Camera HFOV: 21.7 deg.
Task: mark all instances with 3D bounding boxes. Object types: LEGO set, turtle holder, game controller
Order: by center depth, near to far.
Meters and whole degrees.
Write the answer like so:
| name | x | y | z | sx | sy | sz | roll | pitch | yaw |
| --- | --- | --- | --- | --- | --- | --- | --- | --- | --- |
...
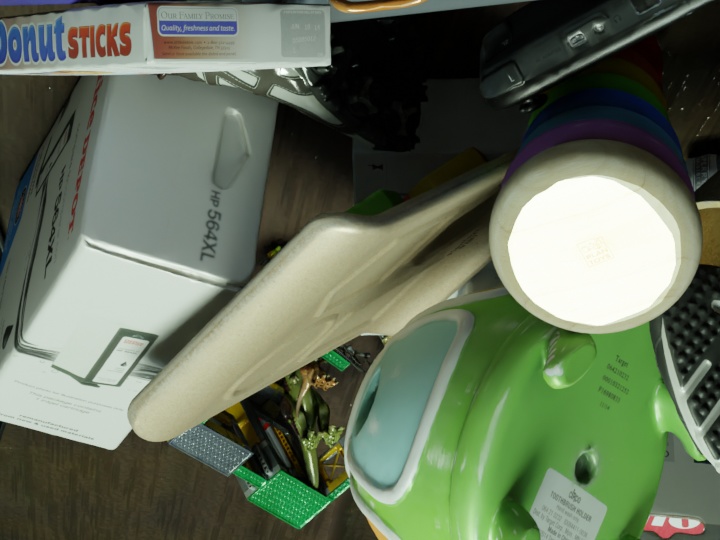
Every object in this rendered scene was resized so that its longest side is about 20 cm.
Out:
| name | x | y | z | sx | sy | sz | roll | pitch | yaw |
| --- | --- | --- | --- | --- | --- | --- | --- | --- | --- |
| game controller | 0.140 | -0.125 | 0.771 | 0.200 | 0.042 | 0.104 | -26 | -177 | 23 |
| turtle holder | 0.065 | 0.059 | 0.834 | 0.141 | 0.186 | 0.132 | -6 | -168 | -44 |
| LEGO set | -0.056 | 0.057 | 1.147 | 0.154 | 0.116 | 0.200 | -47 | 137 | 16 |

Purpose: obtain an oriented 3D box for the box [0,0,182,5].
| name | x | y | z | sx | sy | sz | roll | pitch | yaw |
| --- | --- | --- | --- | --- | --- | --- | --- | --- | --- |
| box | -0.109 | -0.168 | 0.594 | 0.141 | 0.079 | 0.200 | -4 | 155 | 0 |

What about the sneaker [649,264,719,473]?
| name | x | y | z | sx | sy | sz | roll | pitch | yaw |
| --- | --- | --- | --- | --- | --- | --- | --- | --- | --- |
| sneaker | 0.180 | 0.078 | 0.822 | 0.200 | 0.074 | 0.080 | 52 | 167 | -20 |

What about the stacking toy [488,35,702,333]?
| name | x | y | z | sx | sy | sz | roll | pitch | yaw |
| --- | --- | --- | --- | --- | --- | --- | --- | --- | --- |
| stacking toy | 0.107 | -0.059 | 0.818 | 0.085 | 0.200 | 0.086 | 5 | 122 | 8 |

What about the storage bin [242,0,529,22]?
| name | x | y | z | sx | sy | sz | roll | pitch | yaw |
| --- | --- | --- | --- | --- | --- | --- | --- | --- | --- |
| storage bin | 0.033 | -0.167 | 0.683 | 0.134 | 0.146 | 0.200 | -4 | 153 | -13 |

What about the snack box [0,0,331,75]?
| name | x | y | z | sx | sy | sz | roll | pitch | yaw |
| --- | --- | --- | --- | --- | --- | --- | --- | --- | --- |
| snack box | -0.090 | -0.087 | 0.714 | 0.072 | 0.024 | 0.200 | -5 | -173 | -30 |

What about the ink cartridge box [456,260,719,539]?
| name | x | y | z | sx | sy | sz | roll | pitch | yaw |
| --- | --- | --- | --- | --- | --- | --- | --- | --- | --- |
| ink cartridge box | 0.146 | 0.090 | 0.972 | 0.199 | 0.176 | 0.084 | 6 | 143 | -2 |

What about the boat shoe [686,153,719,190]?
| name | x | y | z | sx | sy | sz | roll | pitch | yaw |
| --- | --- | --- | --- | --- | --- | --- | --- | --- | --- |
| boat shoe | 0.218 | 0.001 | 1.050 | 0.066 | 0.070 | 0.200 | -3 | 144 | 11 |

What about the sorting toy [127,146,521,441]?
| name | x | y | z | sx | sy | sz | roll | pitch | yaw |
| --- | --- | --- | --- | --- | --- | --- | --- | --- | --- |
| sorting toy | 0.000 | 0.000 | 0.887 | 0.200 | 0.037 | 0.185 | -20 | 162 | -48 |

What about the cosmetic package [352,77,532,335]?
| name | x | y | z | sx | sy | sz | roll | pitch | yaw |
| --- | --- | --- | --- | --- | --- | --- | --- | --- | --- |
| cosmetic package | 0.072 | -0.029 | 1.010 | 0.150 | 0.052 | 0.200 | 2 | 151 | 3 |

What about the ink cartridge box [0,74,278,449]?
| name | x | y | z | sx | sy | sz | roll | pitch | yaw |
| --- | --- | --- | --- | --- | --- | --- | --- | --- | --- |
| ink cartridge box | -0.118 | -0.020 | 0.929 | 0.084 | 0.146 | 0.200 | 17 | 147 | -18 |

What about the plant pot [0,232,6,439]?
| name | x | y | z | sx | sy | sz | roll | pitch | yaw |
| --- | --- | --- | --- | --- | --- | --- | --- | --- | --- |
| plant pot | -0.309 | 0.061 | 1.050 | 0.177 | 0.201 | 0.200 | 9 | 152 | 7 |

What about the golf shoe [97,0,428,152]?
| name | x | y | z | sx | sy | sz | roll | pitch | yaw |
| --- | --- | --- | --- | --- | --- | --- | --- | --- | --- |
| golf shoe | -0.051 | -0.114 | 0.847 | 0.094 | 0.078 | 0.200 | -10 | 145 | 42 |

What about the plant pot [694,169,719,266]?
| name | x | y | z | sx | sy | sz | roll | pitch | yaw |
| --- | --- | --- | --- | --- | --- | --- | --- | --- | --- |
| plant pot | 0.264 | -0.031 | 0.833 | 0.186 | 0.200 | 0.187 | 37 | 160 | 15 |
